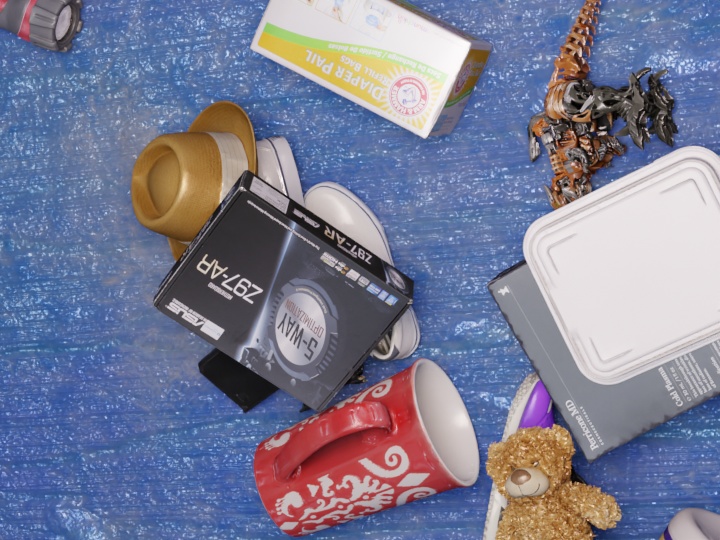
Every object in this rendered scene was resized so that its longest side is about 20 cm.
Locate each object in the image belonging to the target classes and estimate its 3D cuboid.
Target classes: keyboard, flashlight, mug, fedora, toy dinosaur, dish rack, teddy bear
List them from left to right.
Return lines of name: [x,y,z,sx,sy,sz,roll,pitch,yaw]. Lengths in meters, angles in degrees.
flashlight: [-0.398,-0.291,1.556,0.200,0.068,0.068,20,103,12]
fedora: [-0.176,-0.084,1.459,0.201,0.082,0.201,-22,64,55]
keyboard: [-0.070,0.093,1.499,0.127,0.021,0.200,43,131,-12]
mug: [-0.009,0.173,1.463,0.200,0.134,0.178,-25,127,22]
teddy bear: [0.183,0.249,1.382,0.145,0.067,0.200,9,115,44]
toy dinosaur: [0.219,-0.151,1.387,0.136,0.102,0.200,5,121,32]
dish rack: [0.259,0.000,1.309,0.200,0.044,0.172,-26,90,17]

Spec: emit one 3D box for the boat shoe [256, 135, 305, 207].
boat shoe: [-0.094,-0.032,1.481,0.086,0.075,0.202,-14,92,-17]

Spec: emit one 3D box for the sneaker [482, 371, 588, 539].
sneaker: [0.186,0.200,1.455,0.099,0.070,0.200,13,105,7]

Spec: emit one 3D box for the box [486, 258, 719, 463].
box: [0.252,0.048,1.392,0.182,0.104,0.200,-30,88,16]

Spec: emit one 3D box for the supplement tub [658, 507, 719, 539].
supplement tub: [0.316,0.346,1.391,0.145,0.145,0.200,32,105,10]

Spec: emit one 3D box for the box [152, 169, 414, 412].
box: [-0.074,0.022,1.395,0.200,0.044,0.160,34,115,-13]

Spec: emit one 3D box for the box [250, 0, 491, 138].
box: [0.013,-0.219,1.423,0.200,0.112,0.101,28,104,10]

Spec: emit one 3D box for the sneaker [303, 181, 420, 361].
sneaker: [0.000,0.000,1.476,0.073,0.071,0.200,-31,88,17]
